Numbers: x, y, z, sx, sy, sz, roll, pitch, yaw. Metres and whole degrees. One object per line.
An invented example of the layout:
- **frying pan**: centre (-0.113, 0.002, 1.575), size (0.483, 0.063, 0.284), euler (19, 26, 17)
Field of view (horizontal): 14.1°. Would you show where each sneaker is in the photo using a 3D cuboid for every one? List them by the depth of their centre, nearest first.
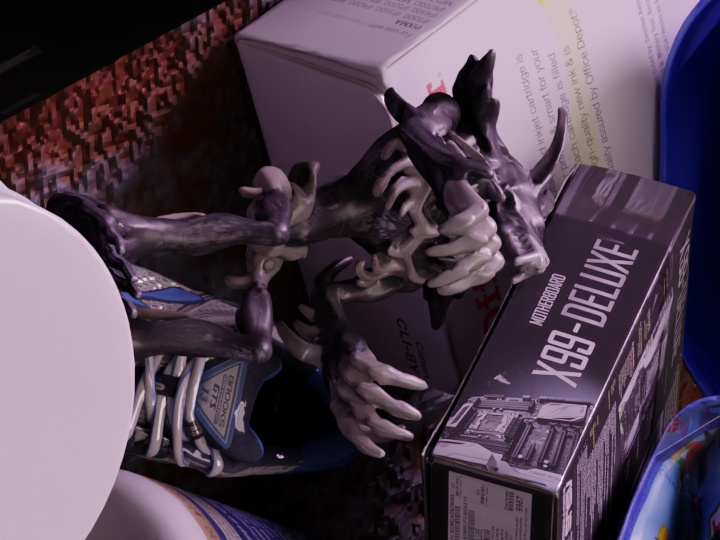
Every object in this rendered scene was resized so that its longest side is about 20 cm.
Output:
- **sneaker**: centre (-0.072, 0.032, 1.010), size (0.199, 0.085, 0.077), euler (12, 95, -46)

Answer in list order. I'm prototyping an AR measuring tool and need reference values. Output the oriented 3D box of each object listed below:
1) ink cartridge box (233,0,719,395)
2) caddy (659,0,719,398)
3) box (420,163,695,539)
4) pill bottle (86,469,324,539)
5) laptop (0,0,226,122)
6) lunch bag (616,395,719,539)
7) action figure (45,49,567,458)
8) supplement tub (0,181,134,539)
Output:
- **ink cartridge box**: centre (0.061, -0.070, 1.112), size (0.200, 0.083, 0.146), euler (-38, 128, -31)
- **caddy**: centre (0.181, -0.024, 1.089), size (0.105, 0.141, 0.201), euler (-24, 121, -45)
- **box**: centre (0.073, 0.087, 1.059), size (0.201, 0.050, 0.158), euler (88, 23, -43)
- **pill bottle**: centre (-0.051, 0.143, 1.037), size (0.200, 0.115, 0.116), euler (26, 84, -57)
- **laptop**: centre (-0.095, -0.162, 0.902), size (0.187, 0.116, 0.200), euler (-27, 158, 7)
- **lunch bag**: centre (0.109, 0.152, 1.034), size (0.151, 0.094, 0.201), euler (83, 14, -53)
- **action figure**: centre (0.000, 0.000, 0.960), size (0.199, 0.102, 0.119), euler (-14, 138, -27)
- **supplement tub**: centre (-0.173, 0.018, 0.818), size (0.140, 0.199, 0.141), euler (-17, 115, -41)
